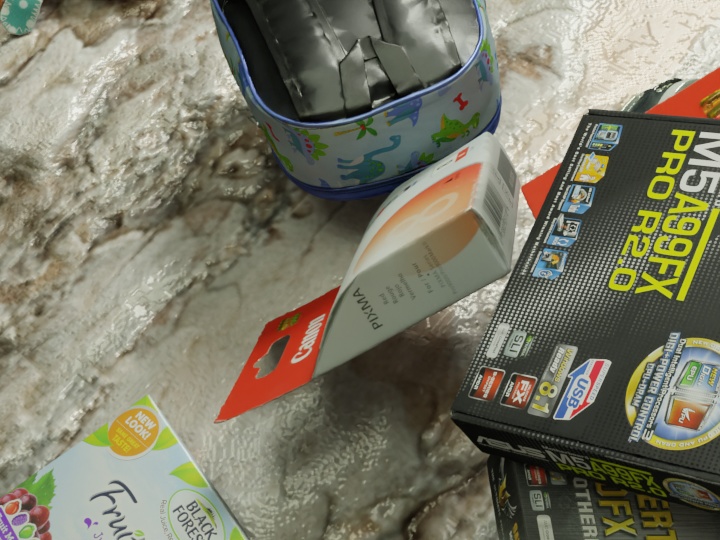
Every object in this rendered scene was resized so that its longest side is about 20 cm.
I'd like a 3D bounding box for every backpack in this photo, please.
[{"bbox_3d":[0.004,-0.141,0.995,0.181,0.148,0.201,-20,50,-1],"label":"backpack"}]

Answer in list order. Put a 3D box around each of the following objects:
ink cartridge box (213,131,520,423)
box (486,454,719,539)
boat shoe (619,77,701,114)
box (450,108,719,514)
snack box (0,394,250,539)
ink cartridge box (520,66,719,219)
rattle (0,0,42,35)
[{"bbox_3d":[0.000,0.000,0.877,0.198,0.051,0.162,-26,14,16],"label":"ink cartridge box"},{"bbox_3d":[0.158,0.177,0.764,0.156,0.049,0.202,3,54,-11],"label":"box"},{"bbox_3d":[0.167,-0.031,0.933,0.201,0.075,0.060,-56,23,-13],"label":"boat shoe"},{"bbox_3d":[0.155,0.013,0.755,0.159,0.044,0.202,10,64,39],"label":"box"},{"bbox_3d":[-0.130,0.190,0.859,0.141,0.053,0.200,-34,55,-12],"label":"snack box"},{"bbox_3d":[0.182,-0.030,0.830,0.159,0.047,0.201,-30,48,12],"label":"ink cartridge box"},{"bbox_3d":[-0.226,-0.287,1.165,0.197,0.143,0.132,-15,72,-4],"label":"rattle"}]
